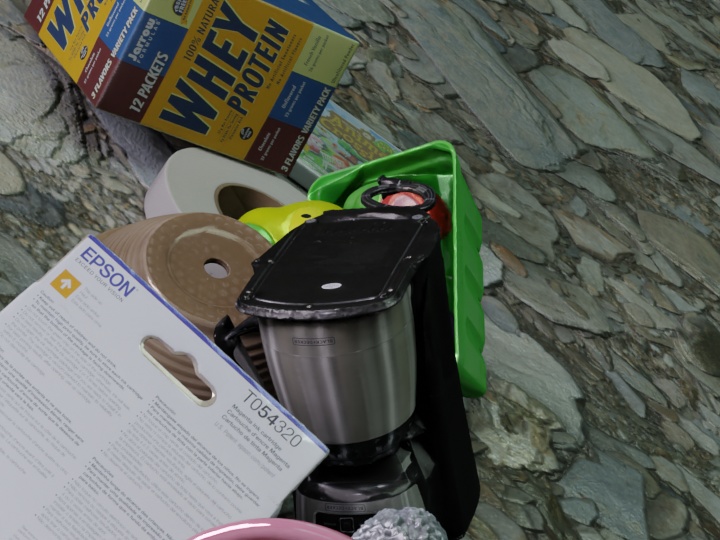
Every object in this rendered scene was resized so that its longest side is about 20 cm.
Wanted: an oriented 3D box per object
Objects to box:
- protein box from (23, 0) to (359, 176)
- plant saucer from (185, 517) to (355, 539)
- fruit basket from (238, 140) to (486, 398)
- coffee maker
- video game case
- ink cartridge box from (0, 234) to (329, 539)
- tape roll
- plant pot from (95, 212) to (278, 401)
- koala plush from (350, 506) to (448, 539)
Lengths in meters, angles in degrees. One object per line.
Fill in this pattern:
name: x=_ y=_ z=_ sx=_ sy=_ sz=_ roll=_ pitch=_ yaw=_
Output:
protein box: x=-0.147 y=-0.207 z=1.633 sx=0.199 sy=0.135 sz=0.199 roll=18 pitch=19 yaw=-36
plant saucer: x=-0.042 y=0.229 z=0.976 sx=0.201 sy=0.201 sz=0.051 roll=45 pitch=5 yaw=18
fruit basket: x=0.000 y=0.000 z=1.439 sx=0.215 sy=0.155 sz=0.217 roll=37 pitch=46 yaw=-50
coffee maker: x=0.015 y=0.072 z=1.222 sx=0.134 sy=0.201 sz=0.192 roll=12 pitch=32 yaw=39
video game case: x=0.001 y=-0.094 z=1.817 sx=0.199 sy=0.022 sz=0.182 roll=35 pitch=24 yaw=-5
ink cartridge box: x=-0.153 y=0.111 z=1.072 sx=0.196 sy=0.043 sz=0.200 roll=41 pitch=64 yaw=10
tape roll: x=-0.083 y=-0.023 z=1.554 sx=0.202 sy=0.037 sz=0.203 roll=31 pitch=24 yaw=-16
plant pot: x=-0.109 y=0.028 z=1.278 sx=0.200 sy=0.093 sz=0.202 roll=12 pitch=46 yaw=-13
koala plush: x=0.018 y=0.246 z=1.090 sx=0.178 sy=0.183 sz=0.200 roll=64 pitch=13 yaw=15
